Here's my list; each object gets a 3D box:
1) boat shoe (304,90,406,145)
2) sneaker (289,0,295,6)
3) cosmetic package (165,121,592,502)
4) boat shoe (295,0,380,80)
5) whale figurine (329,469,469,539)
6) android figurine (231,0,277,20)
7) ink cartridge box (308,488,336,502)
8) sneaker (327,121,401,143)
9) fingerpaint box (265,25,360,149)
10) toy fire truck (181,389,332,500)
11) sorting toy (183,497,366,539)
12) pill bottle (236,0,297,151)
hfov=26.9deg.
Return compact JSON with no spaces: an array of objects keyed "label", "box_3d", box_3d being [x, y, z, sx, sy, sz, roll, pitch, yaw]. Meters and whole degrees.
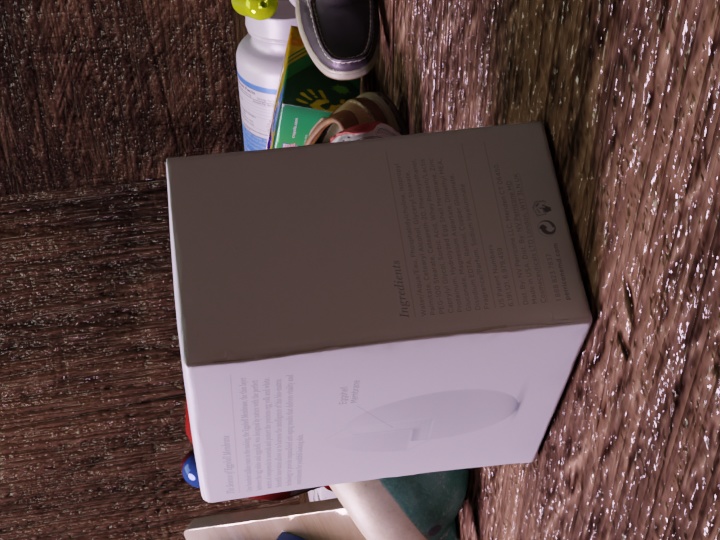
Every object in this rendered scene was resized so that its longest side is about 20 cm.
[{"label":"boat shoe","box_3d":[-0.035,-0.067,1.260,0.076,0.074,0.200,47,133,23]},{"label":"sneaker","box_3d":[-0.049,-0.333,1.417,0.146,0.080,0.201,-140,41,-88]},{"label":"cosmetic package","box_3d":[0.001,0.028,0.823,0.200,0.199,0.123,97,164,-62]},{"label":"boat shoe","box_3d":[-0.022,-0.259,1.278,0.065,0.072,0.201,86,180,-67]},{"label":"whale figurine","box_3d":[0.040,0.158,1.161,0.159,0.104,0.200,52,-179,31]},{"label":"android figurine","box_3d":[-0.082,-0.307,1.294,0.200,0.041,0.183,-141,52,-66]},{"label":"ink cartridge box","box_3d":[-0.015,0.204,1.643,0.146,0.084,0.201,-106,12,-54]},{"label":"sneaker","box_3d":[0.023,-0.024,1.176,0.082,0.078,0.200,-116,10,-58]},{"label":"fingerpaint box","box_3d":[-0.053,-0.100,1.403,0.167,0.073,0.200,-89,10,-57]},{"label":"toy fire truck","box_3d":[-0.070,0.112,1.246,0.112,0.167,0.200,51,145,42]},{"label":"sorting toy","box_3d":[-0.043,0.301,1.278,0.070,0.198,0.200,-47,-63,-50]},{"label":"pill bottle","box_3d":[-0.075,-0.196,1.610,0.112,0.112,0.200,-106,12,-53]}]
